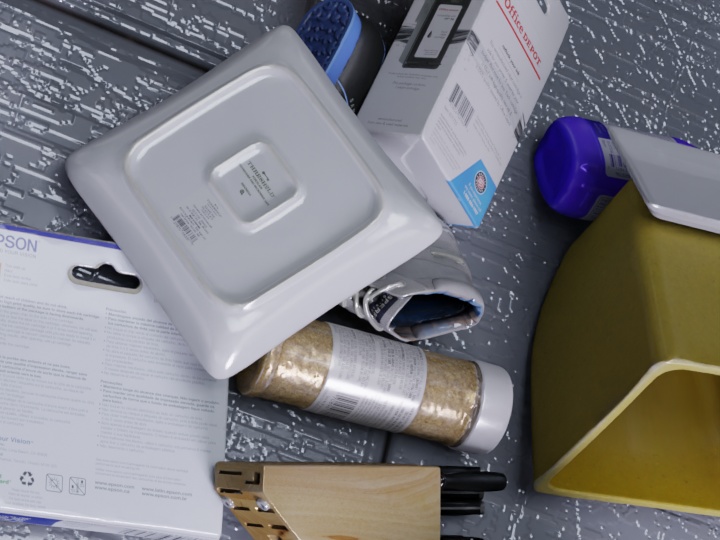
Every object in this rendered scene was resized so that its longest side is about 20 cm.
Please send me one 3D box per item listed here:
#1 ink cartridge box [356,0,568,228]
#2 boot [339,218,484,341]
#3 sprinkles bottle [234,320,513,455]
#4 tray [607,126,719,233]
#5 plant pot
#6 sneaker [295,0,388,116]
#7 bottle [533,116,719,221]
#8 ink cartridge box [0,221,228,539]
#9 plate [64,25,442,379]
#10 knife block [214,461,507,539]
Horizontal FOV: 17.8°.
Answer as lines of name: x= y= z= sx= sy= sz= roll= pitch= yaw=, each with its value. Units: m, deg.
ink cartridge box: x=0.079 y=-0.148 z=1.735 sx=0.201 sy=0.068 sz=0.116 roll=-64 pitch=143 yaw=-25
boot: x=0.000 y=0.000 z=1.653 sx=0.199 sy=0.074 sz=0.096 roll=1 pitch=40 yaw=-33
sprinkles bottle: x=0.011 y=0.080 z=1.665 sx=0.199 sy=0.068 sz=0.069 roll=16 pitch=70 yaw=-22
tray: x=0.279 y=-0.050 z=1.700 sx=0.199 sy=0.022 sz=0.108 roll=13 pitch=30 yaw=-22
plant pot: x=0.242 y=0.045 z=1.727 sx=0.193 sy=0.196 sz=0.201 roll=9 pitch=54 yaw=-24
sneaker: x=-0.040 y=-0.100 z=1.690 sx=0.078 sy=0.070 sz=0.200 roll=42 pitch=74 yaw=-46
bottle: x=0.237 y=-0.068 z=1.815 sx=0.199 sy=0.065 sz=0.084 roll=9 pitch=40 yaw=-25
ink cartridge box: x=-0.186 y=0.079 z=1.583 sx=0.199 sy=0.041 sz=0.201 roll=11 pitch=71 yaw=-25
plate: x=-0.075 y=-0.055 z=1.602 sx=0.200 sy=0.032 sz=0.200 roll=-33 pitch=76 yaw=-14
knife block: x=0.014 y=0.159 z=1.626 sx=0.176 sy=0.064 sz=0.200 roll=-49 pitch=115 yaw=-28
